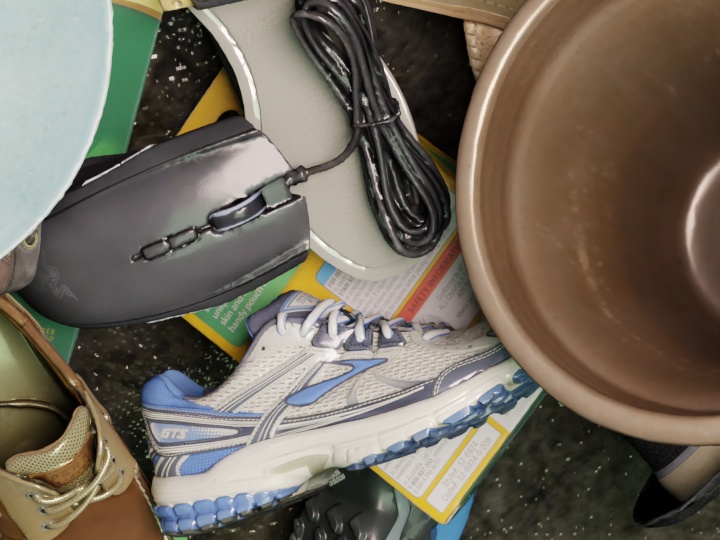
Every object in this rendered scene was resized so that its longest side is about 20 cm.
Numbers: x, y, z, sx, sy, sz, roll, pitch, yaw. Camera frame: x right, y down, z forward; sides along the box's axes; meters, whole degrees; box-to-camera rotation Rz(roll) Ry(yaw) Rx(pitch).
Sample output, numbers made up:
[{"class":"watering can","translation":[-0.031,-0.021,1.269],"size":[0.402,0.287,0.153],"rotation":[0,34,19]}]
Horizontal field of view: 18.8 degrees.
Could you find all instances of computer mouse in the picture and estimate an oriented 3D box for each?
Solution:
[{"class":"computer mouse","translation":[-0.073,-0.046,0.878],"size":[0.198,0.046,0.141],"rotation":[-12,111,17]}]

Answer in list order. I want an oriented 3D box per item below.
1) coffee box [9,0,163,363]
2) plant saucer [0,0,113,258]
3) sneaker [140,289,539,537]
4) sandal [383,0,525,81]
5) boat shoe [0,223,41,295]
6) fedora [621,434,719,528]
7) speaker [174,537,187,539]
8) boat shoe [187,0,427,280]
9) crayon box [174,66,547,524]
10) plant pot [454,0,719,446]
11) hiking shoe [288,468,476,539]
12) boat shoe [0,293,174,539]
[{"class":"coffee box","translation":[-0.165,-0.052,0.936],"size":[0.122,0.044,0.201],"rotation":[11,111,-21]},{"class":"plant saucer","translation":[-0.189,-0.086,0.776],"size":[0.199,0.039,0.203],"rotation":[-2,96,-22]},{"class":"sneaker","translation":[-0.009,0.043,0.916],"size":[0.199,0.077,0.086],"rotation":[-22,83,12]},{"class":"sandal","translation":[0.060,-0.113,0.981],"size":[0.210,0.078,0.070],"rotation":[17,141,-17]},{"class":"boat shoe","translation":[-0.156,-0.087,0.855],"size":[0.066,0.071,0.203],"rotation":[0,90,-48]},{"class":"fedora","translation":[0.170,0.024,1.036],"size":[0.091,0.201,0.201],"rotation":[37,101,1]},{"class":"speaker","translation":[-0.183,0.145,1.003],"size":[0.198,0.089,0.089],"rotation":[0,115,-18]},{"class":"boat shoe","translation":[-0.028,-0.091,0.913],"size":[0.074,0.060,0.201],"rotation":[-30,99,17]},{"class":"crayon box","translation":[0.000,0.000,0.972],"size":[0.200,0.052,0.126],"rotation":[38,102,7]},{"class":"plant pot","translation":[0.157,-0.024,0.876],"size":[0.200,0.200,0.174],"rotation":[-49,157,9]},{"class":"hiking shoe","translation":[0.021,0.079,1.058],"size":[0.086,0.074,0.201],"rotation":[-2,112,-50]},{"class":"boat shoe","translation":[-0.139,0.077,0.921],"size":[0.076,0.074,0.201],"rotation":[-41,114,-15]}]
